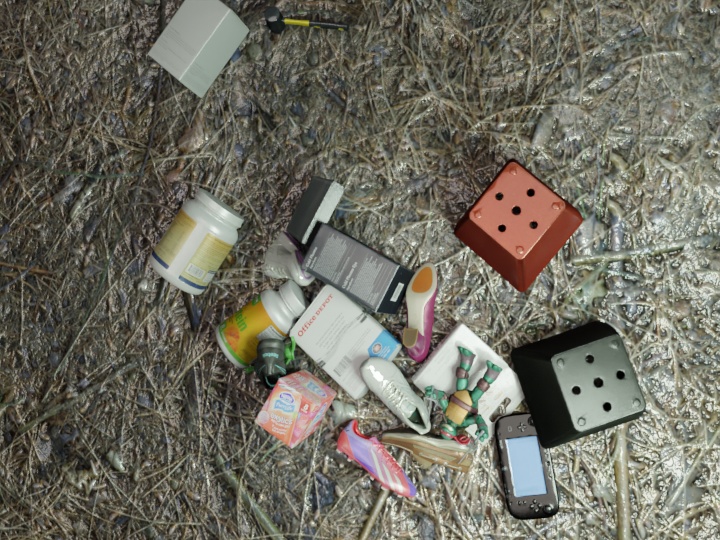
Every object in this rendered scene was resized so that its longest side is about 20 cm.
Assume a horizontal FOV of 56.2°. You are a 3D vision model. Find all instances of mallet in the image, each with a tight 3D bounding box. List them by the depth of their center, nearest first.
[{"bbox_3d":[-0.126,-0.572,1.547,0.195,0.066,0.042,7,84,14],"label":"mallet"}]

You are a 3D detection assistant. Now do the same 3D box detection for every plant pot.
[{"bbox_3d":[0.414,0.209,1.252,0.196,0.178,0.204,-18,79,0],"label":"plant pot"},{"bbox_3d":[0.309,-0.103,1.331,0.199,0.176,0.201,41,94,14],"label":"plant pot"}]

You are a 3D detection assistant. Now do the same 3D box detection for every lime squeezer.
[{"bbox_3d":[-0.173,0.179,1.465,0.199,0.070,0.038,-36,45,43],"label":"lime squeezer"}]

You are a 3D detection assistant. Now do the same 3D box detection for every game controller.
[{"bbox_3d":[0.329,0.388,1.340,0.102,0.042,0.205,-9,81,6],"label":"game controller"}]

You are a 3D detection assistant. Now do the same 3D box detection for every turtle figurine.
[{"bbox_3d":[0.195,0.262,1.322,0.147,0.101,0.203,25,85,13],"label":"turtle figurine"}]

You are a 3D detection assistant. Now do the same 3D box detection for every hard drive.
[{"bbox_3d":[-0.100,-0.128,1.434,0.032,0.200,0.142,27,92,-18],"label":"hard drive"}]

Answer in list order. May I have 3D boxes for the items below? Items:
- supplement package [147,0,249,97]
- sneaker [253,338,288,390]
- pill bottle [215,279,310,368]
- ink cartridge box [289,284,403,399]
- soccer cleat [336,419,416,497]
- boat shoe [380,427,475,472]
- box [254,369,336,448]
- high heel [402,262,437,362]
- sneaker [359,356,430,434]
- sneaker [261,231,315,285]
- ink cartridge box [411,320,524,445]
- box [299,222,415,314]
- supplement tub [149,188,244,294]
[{"bbox_3d":[-0.377,-0.535,1.579,0.116,0.117,0.201,39,94,15],"label":"supplement package"},{"bbox_3d":[-0.190,0.217,1.412,0.073,0.201,0.081,-3,59,-4],"label":"sneaker"},{"bbox_3d":[-0.208,0.112,1.470,0.198,0.111,0.112,-36,77,8],"label":"pill bottle"},{"bbox_3d":[-0.030,0.148,1.435,0.199,0.086,0.147,41,94,16],"label":"ink cartridge box"},{"bbox_3d":[0.039,0.394,1.404,0.198,0.067,0.077,32,90,18],"label":"soccer cleat"},{"bbox_3d":[0.133,0.369,1.378,0.195,0.076,0.074,7,88,16],"label":"boat shoe"},{"bbox_3d":[-0.127,0.278,1.384,0.094,0.200,0.104,31,91,10],"label":"box"},{"bbox_3d":[0.135,0.090,1.430,0.066,0.096,0.204,-1,63,22],"label":"high heel"},{"bbox_3d":[0.078,0.251,1.356,0.070,0.080,0.200,-44,108,0],"label":"sneaker"},{"bbox_3d":[-0.157,-0.006,1.450,0.099,0.200,0.075,-43,121,2],"label":"sneaker"},{"bbox_3d":[0.228,0.231,1.393,0.199,0.050,0.162,41,94,-4],"label":"ink cartridge box"},{"bbox_3d":[0.000,0.000,1.384,0.180,0.200,0.106,28,92,14],"label":"box"},{"bbox_3d":[-0.364,-0.066,1.511,0.143,0.144,0.202,36,93,15],"label":"supplement tub"}]
